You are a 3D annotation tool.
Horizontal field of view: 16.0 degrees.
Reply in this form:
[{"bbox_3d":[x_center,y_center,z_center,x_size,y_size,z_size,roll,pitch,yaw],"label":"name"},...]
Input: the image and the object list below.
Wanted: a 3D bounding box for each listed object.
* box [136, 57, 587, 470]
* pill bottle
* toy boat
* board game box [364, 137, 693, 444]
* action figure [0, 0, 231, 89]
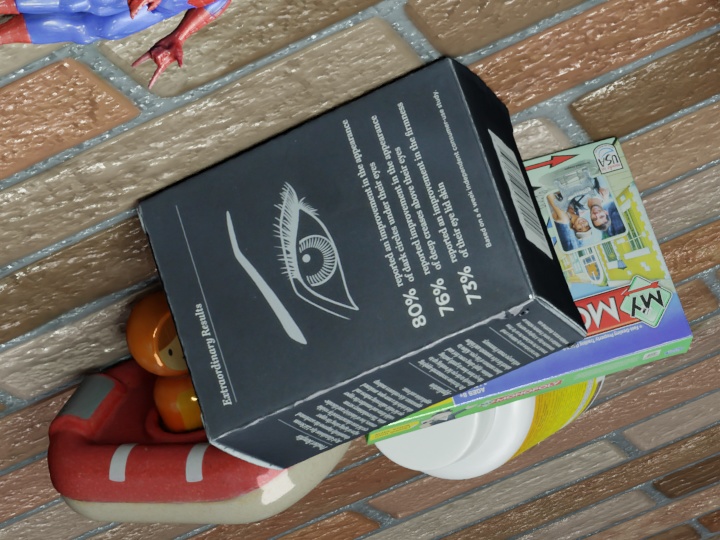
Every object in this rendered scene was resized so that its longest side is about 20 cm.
[{"bbox_3d":[0.000,0.000,1.394,0.199,0.149,0.104,-23,160,15],"label":"box"},{"bbox_3d":[0.075,0.066,1.605,0.109,0.110,0.200,-29,176,26],"label":"pill bottle"},{"bbox_3d":[-0.101,0.071,1.539,0.199,0.131,0.131,-3,-148,26],"label":"toy boat"},{"bbox_3d":[0.079,0.010,1.504,0.199,0.135,0.029,-16,159,-9],"label":"board game box"},{"bbox_3d":[-0.093,-0.123,1.149,0.199,0.052,0.065,-20,156,-3],"label":"action figure"}]
